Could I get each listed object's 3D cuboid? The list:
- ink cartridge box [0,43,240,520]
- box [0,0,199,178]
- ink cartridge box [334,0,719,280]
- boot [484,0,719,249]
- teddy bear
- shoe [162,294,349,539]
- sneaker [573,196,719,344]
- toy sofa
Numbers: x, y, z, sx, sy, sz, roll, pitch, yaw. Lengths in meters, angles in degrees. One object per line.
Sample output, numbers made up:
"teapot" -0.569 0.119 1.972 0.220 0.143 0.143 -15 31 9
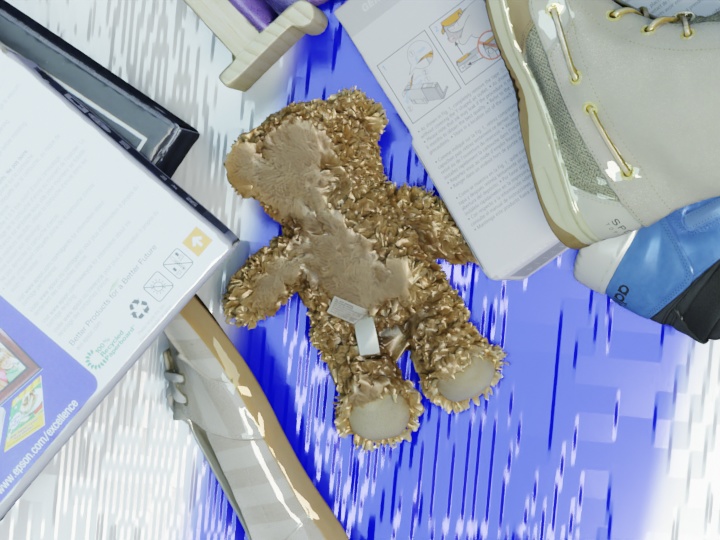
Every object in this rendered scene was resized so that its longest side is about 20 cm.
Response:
"ink cartridge box" -0.200 -0.005 1.539 0.200 0.043 0.198 41 92 -3
"box" -0.224 -0.048 1.622 0.200 0.123 0.198 34 94 1
"ink cartridge box" 0.110 -0.120 1.591 0.200 0.045 0.176 -35 75 22
"boot" 0.149 -0.123 1.508 0.155 0.072 0.200 -14 90 26
"teddy bear" 0.000 0.000 1.644 0.145 0.067 0.200 -42 94 13
"shoe" -0.071 0.090 1.639 0.053 0.070 0.200 -31 91 -5
"sneaker" 0.208 -0.056 1.613 0.111 0.077 0.200 30 97 9
"toy sofa" -0.097 -0.199 1.633 0.098 0.083 0.200 -43 88 4
